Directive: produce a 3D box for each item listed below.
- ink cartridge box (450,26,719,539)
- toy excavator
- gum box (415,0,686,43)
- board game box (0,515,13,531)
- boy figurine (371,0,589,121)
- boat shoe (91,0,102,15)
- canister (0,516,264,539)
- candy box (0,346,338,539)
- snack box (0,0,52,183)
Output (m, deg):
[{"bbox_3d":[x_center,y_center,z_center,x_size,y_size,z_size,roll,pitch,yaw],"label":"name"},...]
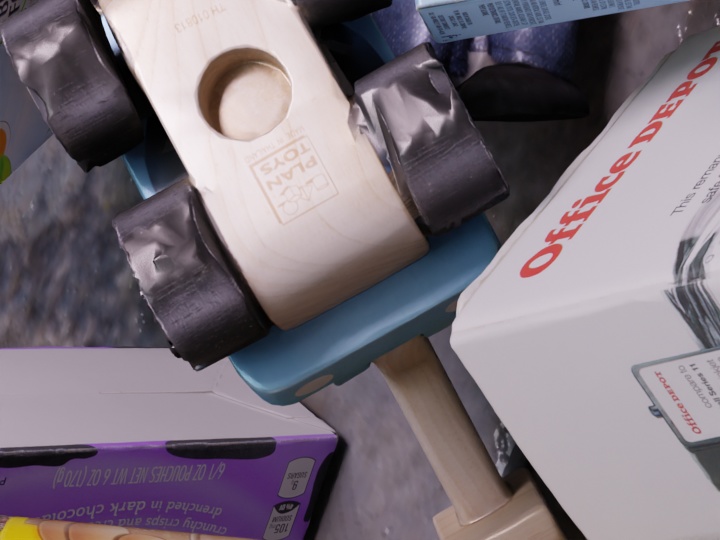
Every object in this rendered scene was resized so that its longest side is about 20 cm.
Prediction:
[{"bbox_3d":[0.141,-0.012,0.665,0.200,0.147,0.083,-13,117,47],"label":"ink cartridge box"},{"bbox_3d":[0.000,0.000,0.791,0.100,0.200,0.195,-30,76,3],"label":"toy excavator"},{"bbox_3d":[0.103,-0.161,0.707,0.200,0.045,0.170,-8,82,7],"label":"gum box"},{"bbox_3d":[-0.191,0.161,0.822,0.159,0.097,0.200,10,99,45],"label":"board game box"},{"bbox_3d":[0.040,-0.144,0.835,0.124,0.064,0.200,3,93,23],"label":"boy figurine"},{"bbox_3d":[-0.060,-0.079,0.832,0.073,0.200,0.074,-38,48,-7],"label":"boat shoe"},{"bbox_3d":[0.000,0.120,0.754,0.149,0.200,0.087,85,-170,-78],"label":"canister"},{"bbox_3d":[-0.117,0.129,0.937,0.072,0.168,0.200,38,118,42],"label":"candy box"},{"bbox_3d":[-0.110,-0.127,0.884,0.053,0.142,0.200,25,128,12],"label":"snack box"}]
